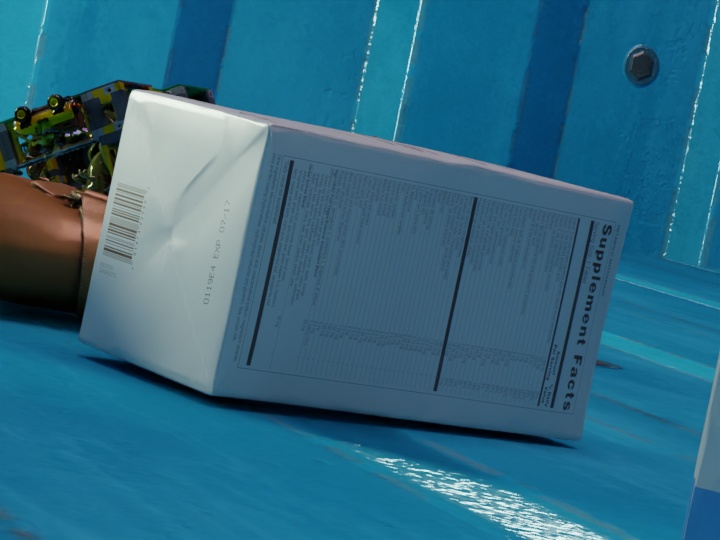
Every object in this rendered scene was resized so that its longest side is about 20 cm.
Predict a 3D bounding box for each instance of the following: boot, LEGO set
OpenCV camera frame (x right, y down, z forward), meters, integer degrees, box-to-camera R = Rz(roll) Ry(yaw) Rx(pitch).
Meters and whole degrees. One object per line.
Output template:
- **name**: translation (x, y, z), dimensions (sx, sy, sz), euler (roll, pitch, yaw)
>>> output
- **boot**: translation (-0.145, -0.012, 1.229), dimensions (0.154, 0.074, 0.200), euler (16, 6, 1)
- **LEGO set**: translation (-0.149, -0.038, 1.614), dimensions (0.153, 0.116, 0.200), euler (-18, -5, 8)

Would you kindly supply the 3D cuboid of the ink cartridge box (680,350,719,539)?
- **ink cartridge box**: translation (0.190, 0.017, 0.787), dimensions (0.125, 0.201, 0.128), euler (14, 5, 35)

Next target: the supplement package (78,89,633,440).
- **supplement package**: translation (0.000, 0.000, 1.151), dimensions (0.199, 0.114, 0.109), euler (10, 4, -37)

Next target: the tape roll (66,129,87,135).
- **tape roll**: translation (-0.150, -0.067, 2.119), dimensions (0.199, 0.066, 0.200), euler (12, 3, -1)
